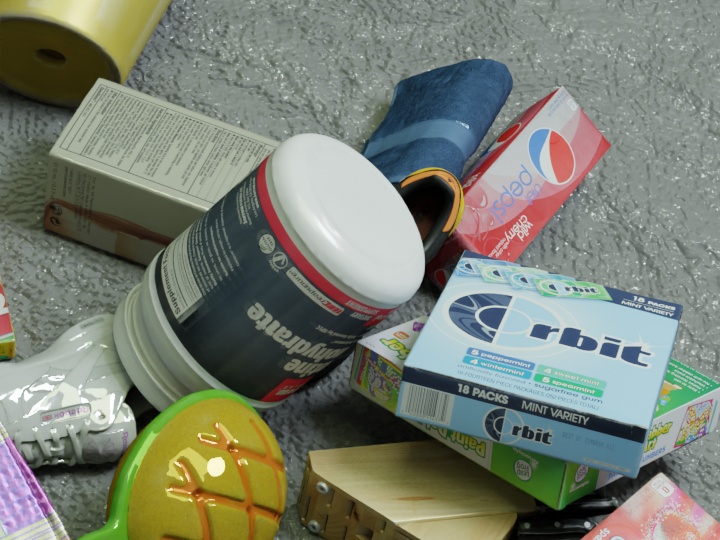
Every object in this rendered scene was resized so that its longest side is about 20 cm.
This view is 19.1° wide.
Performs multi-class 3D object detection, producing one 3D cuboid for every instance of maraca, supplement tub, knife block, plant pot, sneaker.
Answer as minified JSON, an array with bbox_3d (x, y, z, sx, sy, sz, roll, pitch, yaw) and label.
[{"bbox_3d":[-0.122,0.171,1.440,0.107,0.137,0.200,-1,42,45],"label":"maraca"},{"bbox_3d":[-0.065,0.012,1.508,0.140,0.200,0.141,36,31,-26],"label":"supplement tub"},{"bbox_3d":[0.079,0.155,1.534,0.199,0.064,0.176,30,48,15],"label":"knife block"},{"bbox_3d":[-0.234,-0.246,1.752,0.200,0.201,0.190,13,63,-1],"label":"plant pot"},{"bbox_3d":[-0.217,0.103,1.505,0.100,0.075,0.200,40,52,24],"label":"sneaker"},{"bbox_3d":[0.000,0.000,1.583,0.070,0.090,0.200,42,87,4],"label":"sneaker"}]

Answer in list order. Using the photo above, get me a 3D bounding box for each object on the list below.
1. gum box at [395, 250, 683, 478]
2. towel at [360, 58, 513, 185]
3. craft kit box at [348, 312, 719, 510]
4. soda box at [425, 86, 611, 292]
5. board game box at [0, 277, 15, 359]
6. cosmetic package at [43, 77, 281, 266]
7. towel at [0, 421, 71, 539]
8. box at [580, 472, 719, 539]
[{"bbox_3d":[0.130,0.062,1.506,0.169,0.045,0.200,14,27,9],"label":"gum box"},{"bbox_3d":[0.046,-0.098,1.726,0.049,0.111,0.200,56,42,-22],"label":"towel"},{"bbox_3d":[0.129,0.084,1.559,0.200,0.049,0.197,28,34,34],"label":"craft kit box"},{"bbox_3d":[0.120,-0.062,1.723,0.070,0.063,0.200,49,50,-9],"label":"soda box"},{"bbox_3d":[-0.326,-0.011,1.619,0.095,0.030,0.201,-6,48,-18],"label":"board game box"},{"bbox_3d":[-0.135,-0.059,1.662,0.199,0.087,0.104,21,46,8],"label":"cosmetic package"},{"bbox_3d":[-0.266,0.187,1.410,0.143,0.023,0.201,-26,80,-27],"label":"towel"},{"bbox_3d":[0.169,0.245,1.451,0.200,0.095,0.103,-33,63,-34],"label":"box"}]
